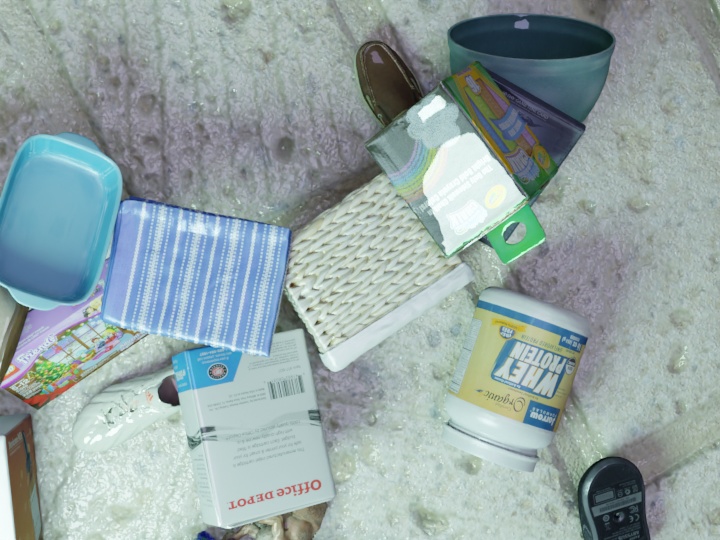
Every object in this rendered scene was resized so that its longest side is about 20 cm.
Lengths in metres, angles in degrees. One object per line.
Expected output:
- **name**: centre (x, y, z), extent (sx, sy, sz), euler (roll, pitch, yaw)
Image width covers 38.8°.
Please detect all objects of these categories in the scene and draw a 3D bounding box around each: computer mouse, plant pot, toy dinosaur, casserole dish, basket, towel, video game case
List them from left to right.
- **casserole dish**: centre (-0.328, -0.051, 1.093), extent (0.121, 0.039, 0.201), euler (19, 66, -24)
- **towel**: centre (-0.181, 0.005, 1.113), extent (0.199, 0.024, 0.146), euler (11, 89, 9)
- **toy dinosaur**: centre (-0.079, 0.319, 1.271), extent (0.135, 0.086, 0.201), euler (32, 75, -15)
- **basket**: centre (0.000, 0.000, 1.214), extent (0.200, 0.198, 0.161), euler (-35, 92, -5)
- **video game case**: centre (0.152, -0.127, 1.208), extent (0.142, 0.019, 0.200), euler (29, 130, -3)
- **plant pot**: centre (0.204, -0.223, 1.249), extent (0.199, 0.201, 0.135), euler (-5, 119, -7)
- **computer mouse**: centre (0.325, 0.330, 1.342), extent (0.138, 0.053, 0.201), euler (-10, 105, -9)

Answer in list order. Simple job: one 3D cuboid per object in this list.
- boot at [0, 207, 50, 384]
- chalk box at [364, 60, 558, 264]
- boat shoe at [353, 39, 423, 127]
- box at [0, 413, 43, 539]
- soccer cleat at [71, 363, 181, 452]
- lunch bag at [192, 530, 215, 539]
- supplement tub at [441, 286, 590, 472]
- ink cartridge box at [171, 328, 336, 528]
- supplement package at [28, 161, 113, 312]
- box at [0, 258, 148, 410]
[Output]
- **boot**: centre (-0.426, 0.012, 1.094), extent (0.145, 0.070, 0.201), euler (17, 78, -11)
- **chalk box**: centre (0.126, -0.104, 1.115), extent (0.124, 0.124, 0.200), euler (-35, 93, 33)
- **boat shoe**: centre (0.057, -0.197, 1.274), extent (0.074, 0.075, 0.203), euler (-29, 95, -6)
- **box**: centre (-0.438, 0.281, 1.182), extent (0.106, 0.152, 0.201), euler (-5, 93, -7)
- **soccer cleat**: centre (-0.262, 0.159, 1.240), extent (0.199, 0.078, 0.070), euler (-28, 95, -6)
- **lunch bag**: centre (-0.182, 0.448, 1.236), extent (0.200, 0.127, 0.170), euler (43, 86, 3)
- **supplement tub**: centre (0.189, 0.133, 1.266), extent (0.144, 0.145, 0.201), euler (19, 89, -8)
- **ink cartridge box**: centre (-0.125, 0.180, 1.181), extent (0.145, 0.084, 0.201), euler (-9, 85, -25)
- **supplement package**: centre (-0.376, -0.029, 1.197), extent (0.200, 0.120, 0.122), euler (-33, 95, -5)
- **box**: centre (-0.333, 0.075, 1.199), extent (0.200, 0.137, 0.039), euler (-35, 64, -5)
